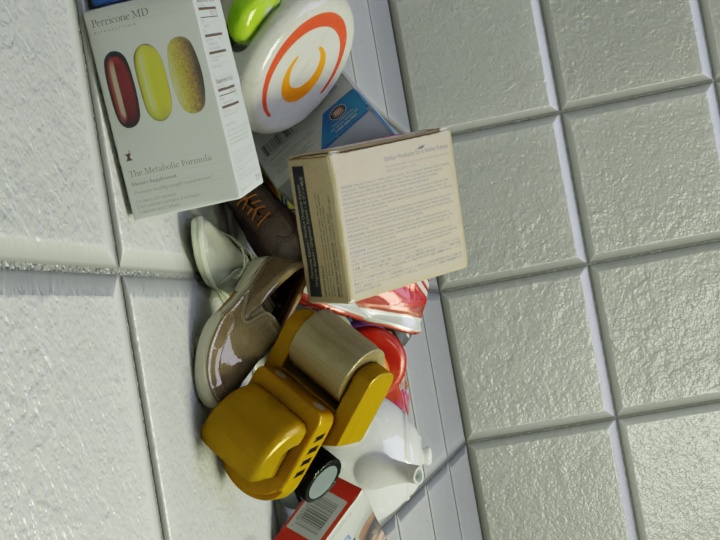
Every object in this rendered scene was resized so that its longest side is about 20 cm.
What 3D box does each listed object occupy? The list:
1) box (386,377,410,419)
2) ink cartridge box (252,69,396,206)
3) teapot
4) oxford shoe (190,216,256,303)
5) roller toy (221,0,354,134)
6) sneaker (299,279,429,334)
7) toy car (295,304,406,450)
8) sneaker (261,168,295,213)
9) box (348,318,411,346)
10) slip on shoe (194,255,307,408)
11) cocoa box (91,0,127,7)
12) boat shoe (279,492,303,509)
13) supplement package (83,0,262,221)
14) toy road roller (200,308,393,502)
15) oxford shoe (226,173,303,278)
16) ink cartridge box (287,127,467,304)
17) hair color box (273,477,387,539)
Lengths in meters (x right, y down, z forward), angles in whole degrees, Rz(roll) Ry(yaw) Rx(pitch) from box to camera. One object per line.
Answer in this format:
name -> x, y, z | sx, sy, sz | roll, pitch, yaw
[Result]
box -> 0.011, 0.143, 2.117 | 0.100, 0.095, 0.201 | -77, 154, -66
ink cartridge box -> -0.050, -0.166, 1.667 | 0.145, 0.147, 0.200 | 43, 10, -47
teapot -> 0.025, 0.254, 1.859 | 0.198, 0.145, 0.201 | 88, 0, -49
oxford shoe -> -0.142, -0.005, 1.524 | 0.200, 0.057, 0.076 | 60, 23, -59
roller toy -> -0.111, -0.259, 1.531 | 0.182, 0.139, 0.201 | -29, 147, -43
sneaker -> 0.000, 0.000, 1.615 | 0.199, 0.078, 0.117 | 18, 86, -39
toy car -> -0.020, 0.117, 1.720 | 0.200, 0.149, 0.177 | -158, -127, -71
sneaker -> -0.082, -0.072, 1.807 | 0.200, 0.076, 0.075 | 47, 14, -10
box -> -0.031, 0.020, 1.770 | 0.036, 0.199, 0.143 | -58, 152, -19
slip on shoe -> -0.114, 0.062, 1.454 | 0.201, 0.060, 0.076 | -61, 140, -42
cocoa box -> -0.196, -0.346, 1.348 | 0.200, 0.130, 0.134 | -65, 142, -73
boat shoe -> -0.090, 0.202, 1.605 | 0.201, 0.071, 0.071 | 85, -5, -47
supplement package -> -0.178, -0.164, 1.315 | 0.110, 0.113, 0.202 | -59, 136, -77
toy road roller -> -0.075, 0.145, 1.408 | 0.146, 0.123, 0.201 | 3, 119, -59
oxford shoe -> -0.118, -0.061, 1.580 | 0.073, 0.071, 0.200 | 39, 7, -47
ink cartridge box -> 0.022, -0.063, 1.519 | 0.199, 0.075, 0.166 | -15, 100, -43
hair color box -> -0.025, 0.346, 1.654 | 0.111, 0.064, 0.201 | -52, 146, -23
